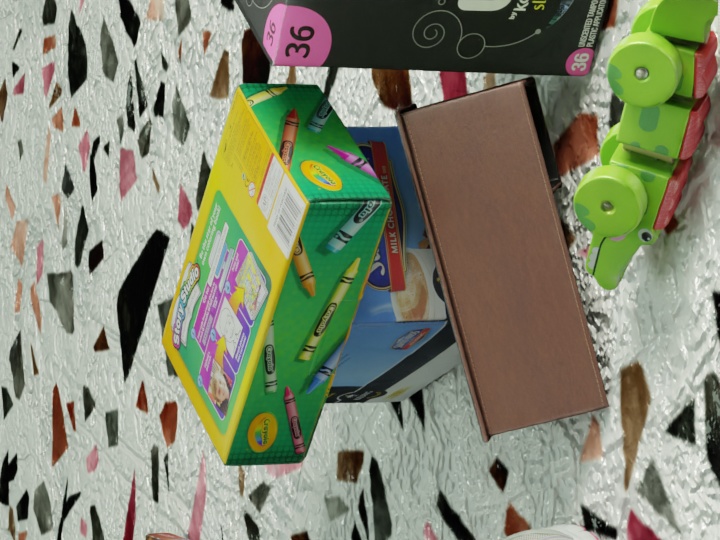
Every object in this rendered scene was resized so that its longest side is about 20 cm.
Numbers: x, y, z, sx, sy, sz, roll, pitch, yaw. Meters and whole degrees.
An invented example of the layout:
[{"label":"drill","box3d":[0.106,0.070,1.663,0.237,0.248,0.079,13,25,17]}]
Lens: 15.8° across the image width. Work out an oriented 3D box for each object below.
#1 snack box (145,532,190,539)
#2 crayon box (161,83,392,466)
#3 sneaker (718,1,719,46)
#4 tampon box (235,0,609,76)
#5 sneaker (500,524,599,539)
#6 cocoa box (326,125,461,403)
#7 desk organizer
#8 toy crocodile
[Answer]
[{"label":"snack box","box3d":[-0.133,0.261,2.127,0.200,0.024,0.072,-178,86,-67]},{"label":"crayon box","box3d":[-0.053,0.003,1.550,0.119,0.058,0.200,59,140,44]},{"label":"sneaker","box3d":[0.217,-0.109,1.207,0.200,0.081,0.088,-102,23,-45]},{"label":"tampon box","box3d":[0.037,-0.207,1.484,0.126,0.200,0.150,-120,36,-50]},{"label":"sneaker","box3d":[0.104,0.193,1.476,0.200,0.088,0.082,-169,80,-67]},{"label":"cocoa box","box3d":[0.000,0.000,1.665,0.200,0.131,0.134,142,124,-62]},{"label":"desk organizer","box3d":[0.087,-0.009,1.526,0.072,0.077,0.200,-33,-71,-78]},{"label":"toy crocodile","box3d":[0.159,-0.077,1.386,0.068,0.062,0.200,-53,-21,-56]}]
